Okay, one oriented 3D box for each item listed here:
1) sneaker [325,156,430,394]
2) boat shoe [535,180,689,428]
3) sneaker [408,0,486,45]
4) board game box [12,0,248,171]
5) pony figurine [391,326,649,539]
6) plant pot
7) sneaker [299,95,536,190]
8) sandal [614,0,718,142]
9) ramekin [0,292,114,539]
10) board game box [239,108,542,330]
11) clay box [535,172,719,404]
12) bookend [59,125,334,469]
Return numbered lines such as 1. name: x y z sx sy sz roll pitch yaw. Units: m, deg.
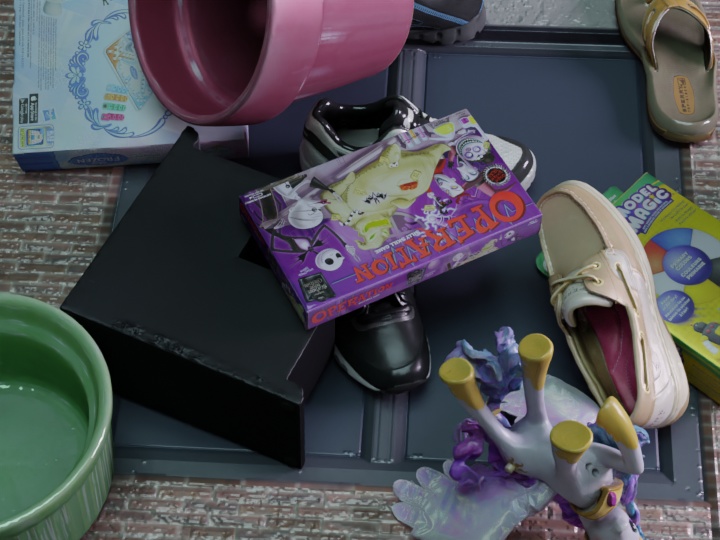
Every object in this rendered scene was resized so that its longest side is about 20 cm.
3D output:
1. sneaker: 0.000 0.000 1.221 0.075 0.088 0.201 -15 55 -10
2. boat shoe: 0.178 0.024 1.169 0.069 0.074 0.201 -5 65 -50
3. sneaker: 0.015 -0.238 1.400 0.198 0.082 0.074 -15 56 -8
4. board game box: -0.198 -0.190 1.361 0.197 0.043 0.202 -4 71 1
5. pony figurine: 0.121 0.128 1.084 0.192 0.201 0.167 28 64 38
6. plant pot: -0.063 -0.219 1.268 0.178 0.201 0.200 -7 47 -41
7. sneaker: 0.048 -0.099 1.294 0.198 0.088 0.076 2 52 1
8. sandal: 0.275 -0.201 1.381 0.079 0.054 0.201 -4 54 -1
9. ramekin: -0.271 0.125 1.132 0.198 0.098 0.201 -1 54 1
10. board game box: 0.022 -0.042 1.182 0.199 0.032 0.121 -23 62 -17
11. clay box: 0.245 0.005 1.236 0.200 0.048 0.115 37 63 24
12. bookend: -0.093 0.016 1.211 0.197 0.092 0.201 20 55 14
